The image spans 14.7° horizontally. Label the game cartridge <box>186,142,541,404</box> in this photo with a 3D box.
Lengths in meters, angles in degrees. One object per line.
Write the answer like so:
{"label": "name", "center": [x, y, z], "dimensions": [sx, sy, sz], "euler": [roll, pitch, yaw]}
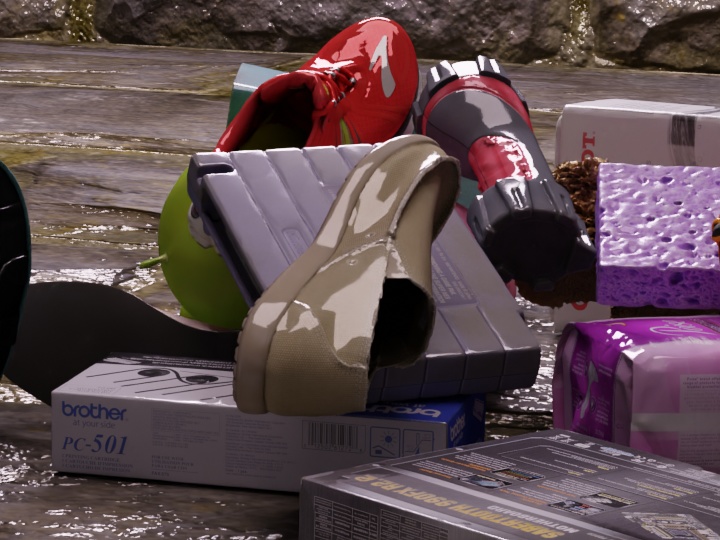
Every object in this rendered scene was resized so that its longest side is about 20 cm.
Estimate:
{"label": "game cartridge", "center": [0.000, 0.000, 1.417], "dimensions": [0.130, 0.038, 0.200], "euler": [0, 34, -22]}

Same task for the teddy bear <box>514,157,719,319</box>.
{"label": "teddy bear", "center": [0.190, -0.001, 1.585], "dimensions": [0.200, 0.145, 0.067], "euler": [5, 39, 13]}

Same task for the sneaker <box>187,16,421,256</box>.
{"label": "sneaker", "center": [-0.024, -0.087, 1.586], "dimensions": [0.077, 0.085, 0.200], "euler": [27, 52, 16]}

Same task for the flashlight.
{"label": "flashlight", "center": [0.073, -0.055, 1.535], "dimensions": [0.068, 0.068, 0.200], "euler": [-31, 24, 9]}

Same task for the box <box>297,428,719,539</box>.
{"label": "box", "center": [0.096, 0.117, 1.161], "dimensions": [0.158, 0.048, 0.200], "euler": [-8, 13, -41]}

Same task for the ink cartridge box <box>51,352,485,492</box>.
{"label": "ink cartridge box", "center": [-0.044, 0.076, 1.383], "dimensions": [0.200, 0.044, 0.094], "euler": [4, 12, 13]}

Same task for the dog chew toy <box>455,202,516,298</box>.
{"label": "dog chew toy", "center": [0.028, 0.011, 1.587], "dimensions": [0.124, 0.125, 0.200], "euler": [6, 2, 24]}

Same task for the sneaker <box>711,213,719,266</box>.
{"label": "sneaker", "center": [0.211, -0.024, 1.396], "dimensions": [0.077, 0.078, 0.200], "euler": [-14, 27, 5]}

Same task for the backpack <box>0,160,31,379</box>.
{"label": "backpack", "center": [-0.271, 0.001, 1.410], "dimensions": [0.200, 0.176, 0.153], "euler": [-2, 14, -43]}

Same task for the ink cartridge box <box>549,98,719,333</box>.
{"label": "ink cartridge box", "center": [0.226, -0.027, 1.727], "dimensions": [0.200, 0.145, 0.084], "euler": [7, 10, 28]}

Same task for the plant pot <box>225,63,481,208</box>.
{"label": "plant pot", "center": [0.005, -0.048, 1.868], "dimensions": [0.200, 0.141, 0.141], "euler": [9, 10, -2]}

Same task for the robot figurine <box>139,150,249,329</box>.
{"label": "robot figurine", "center": [-0.039, -0.018, 1.688], "dimensions": [0.200, 0.116, 0.175], "euler": [0, -28, -48]}

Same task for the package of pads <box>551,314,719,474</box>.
{"label": "package of pads", "center": [0.206, 0.064, 1.409], "dimensions": [0.200, 0.076, 0.121], "euler": [-1, 8, -14]}

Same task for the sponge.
{"label": "sponge", "center": [0.224, -0.017, 1.479], "dimensions": [0.200, 0.030, 0.112], "euler": [2, 31, 5]}

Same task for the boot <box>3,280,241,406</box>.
{"label": "boot", "center": [-0.102, 0.053, 1.489], "dimensions": [0.200, 0.074, 0.075], "euler": [11, -3, 14]}

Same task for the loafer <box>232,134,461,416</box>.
{"label": "loafer", "center": [0.007, 0.009, 1.315], "dimensions": [0.068, 0.076, 0.200], "euler": [21, 44, 15]}
